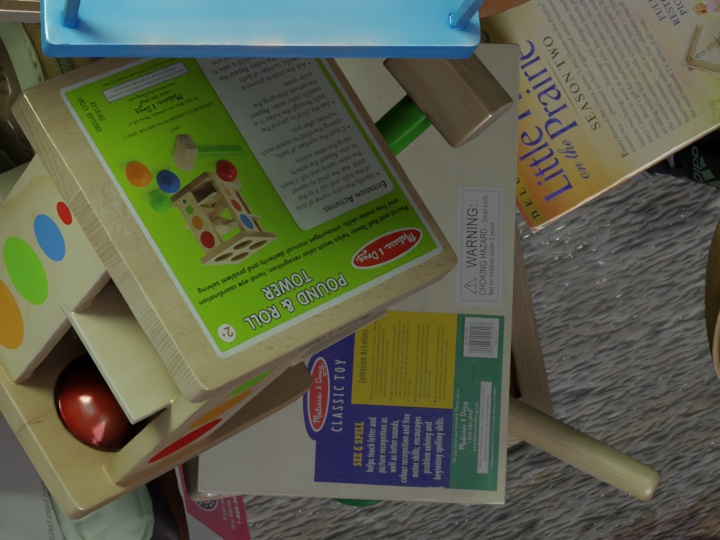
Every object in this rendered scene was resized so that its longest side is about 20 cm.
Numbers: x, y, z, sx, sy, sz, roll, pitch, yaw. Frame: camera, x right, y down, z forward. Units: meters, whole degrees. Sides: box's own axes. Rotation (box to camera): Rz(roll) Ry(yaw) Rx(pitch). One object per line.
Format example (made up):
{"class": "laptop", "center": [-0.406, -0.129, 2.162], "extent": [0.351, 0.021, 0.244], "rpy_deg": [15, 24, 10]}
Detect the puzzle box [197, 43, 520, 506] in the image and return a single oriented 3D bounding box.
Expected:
{"class": "puzzle box", "center": [0.000, 0.000, 0.903], "extent": [0.133, 0.200, 0.025], "rpy_deg": [3, 173, 4]}

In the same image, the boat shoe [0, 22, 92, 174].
{"class": "boat shoe", "center": [-0.150, -0.122, 0.874], "extent": [0.076, 0.072, 0.200], "rpy_deg": [-42, 141, -28]}

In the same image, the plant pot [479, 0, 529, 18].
{"class": "plant pot", "center": [0.024, -0.189, 0.799], "extent": [0.200, 0.140, 0.200], "rpy_deg": [-12, 142, -10]}

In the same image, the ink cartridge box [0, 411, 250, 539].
{"class": "ink cartridge box", "center": [-0.158, 0.162, 1.133], "extent": [0.200, 0.147, 0.083], "rpy_deg": [15, 136, -35]}

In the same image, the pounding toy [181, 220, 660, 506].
{"class": "pounding toy", "center": [0.012, 0.030, 0.972], "extent": [0.184, 0.200, 0.142], "rpy_deg": [-7, 167, -16]}

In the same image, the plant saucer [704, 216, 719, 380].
{"class": "plant saucer", "center": [0.220, -0.032, 0.954], "extent": [0.200, 0.035, 0.200], "rpy_deg": [-32, 146, -25]}

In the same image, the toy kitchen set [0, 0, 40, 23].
{"class": "toy kitchen set", "center": [-0.167, -0.168, 0.743], "extent": [0.200, 0.181, 0.163], "rpy_deg": [1, 168, -14]}

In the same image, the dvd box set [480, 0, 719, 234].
{"class": "dvd box set", "center": [0.128, -0.127, 0.923], "extent": [0.200, 0.146, 0.029], "rpy_deg": [-31, 176, 13]}

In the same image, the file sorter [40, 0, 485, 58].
{"class": "file sorter", "center": [-0.025, -0.178, 0.629], "extent": [0.139, 0.200, 0.123], "rpy_deg": [-1, 167, -13]}

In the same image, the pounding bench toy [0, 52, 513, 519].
{"class": "pounding bench toy", "center": [-0.047, -0.014, 0.830], "extent": [0.200, 0.124, 0.156], "rpy_deg": [-27, 170, -36]}

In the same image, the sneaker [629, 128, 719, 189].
{"class": "sneaker", "center": [0.146, -0.061, 1.000], "extent": [0.200, 0.140, 0.078], "rpy_deg": [-34, 139, 16]}

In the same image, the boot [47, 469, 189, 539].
{"class": "boot", "center": [-0.111, 0.090, 1.039], "extent": [0.068, 0.188, 0.200], "rpy_deg": [-28, 156, -1]}
